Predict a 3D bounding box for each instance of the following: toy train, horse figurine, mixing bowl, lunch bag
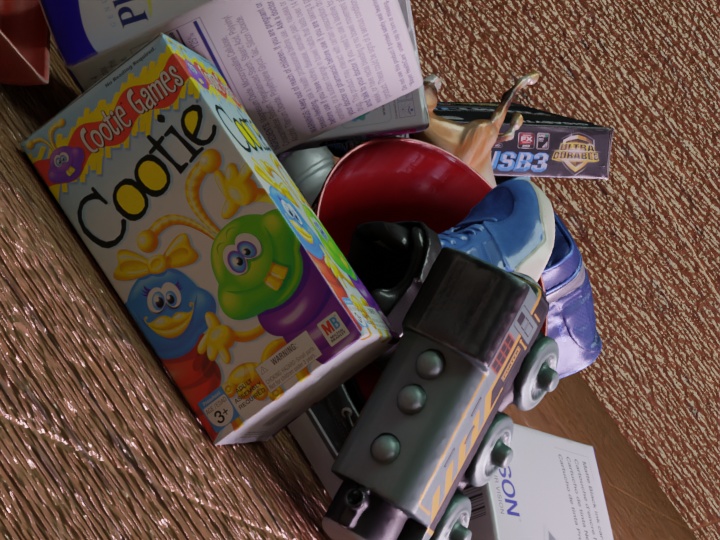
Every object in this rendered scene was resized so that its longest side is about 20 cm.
[{"bbox_3d":[0.043,0.082,1.042,0.085,0.201,0.114,26,-10,25],"label":"toy train"},{"bbox_3d":[0.088,-0.059,1.360,0.050,0.132,0.202,15,-59,38],"label":"horse figurine"},{"bbox_3d":[0.021,0.021,1.268,0.199,0.108,0.202,20,56,-31],"label":"mixing bowl"},{"bbox_3d":[0.095,0.026,1.568,0.136,0.198,0.133,-117,-175,-59],"label":"lunch bag"}]

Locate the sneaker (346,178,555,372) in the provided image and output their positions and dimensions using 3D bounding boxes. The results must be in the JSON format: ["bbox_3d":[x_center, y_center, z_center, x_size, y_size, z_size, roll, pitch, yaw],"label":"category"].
[{"bbox_3d":[0.053,-0.011,1.182,0.111,0.076,0.201,45,52,-22],"label":"sneaker"}]

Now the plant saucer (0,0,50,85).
[{"bbox_3d":[-0.255,-0.201,1.047,0.200,0.037,0.200,50,10,-25],"label":"plant saucer"}]

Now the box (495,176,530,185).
[{"bbox_3d":[0.056,-0.059,1.556,0.199,0.082,0.050,15,-53,53],"label":"box"}]

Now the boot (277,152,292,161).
[{"bbox_3d":[-0.072,-0.077,1.548,0.200,0.075,0.097,48,-13,-9],"label":"boot"}]

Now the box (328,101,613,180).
[{"bbox_3d":[0.076,-0.110,1.500,0.198,0.198,0.050,-155,-113,-69],"label":"box"}]

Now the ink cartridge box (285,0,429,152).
[{"bbox_3d":[-0.059,-0.142,1.261,0.042,0.198,0.121,94,-13,-87],"label":"ink cartridge box"}]

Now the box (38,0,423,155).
[{"bbox_3d":[-0.081,-0.158,1.140,0.184,0.198,0.106,65,-1,-62],"label":"box"}]

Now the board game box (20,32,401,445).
[{"bbox_3d":[-0.081,-0.015,1.024,0.201,0.103,0.105,55,8,10],"label":"board game box"}]

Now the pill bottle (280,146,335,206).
[{"bbox_3d":[0.000,0.000,1.398,0.201,0.110,0.111,54,8,2],"label":"pill bottle"}]

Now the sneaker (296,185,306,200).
[{"bbox_3d":[-0.069,-0.025,1.195,0.081,0.086,0.200,53,7,-13],"label":"sneaker"}]

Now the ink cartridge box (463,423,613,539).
[{"bbox_3d":[0.132,0.202,1.165,0.199,0.040,0.202,20,53,-49],"label":"ink cartridge box"}]

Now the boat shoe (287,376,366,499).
[{"bbox_3d":[0.006,0.108,1.139,0.201,0.066,0.070,56,9,18],"label":"boat shoe"}]
